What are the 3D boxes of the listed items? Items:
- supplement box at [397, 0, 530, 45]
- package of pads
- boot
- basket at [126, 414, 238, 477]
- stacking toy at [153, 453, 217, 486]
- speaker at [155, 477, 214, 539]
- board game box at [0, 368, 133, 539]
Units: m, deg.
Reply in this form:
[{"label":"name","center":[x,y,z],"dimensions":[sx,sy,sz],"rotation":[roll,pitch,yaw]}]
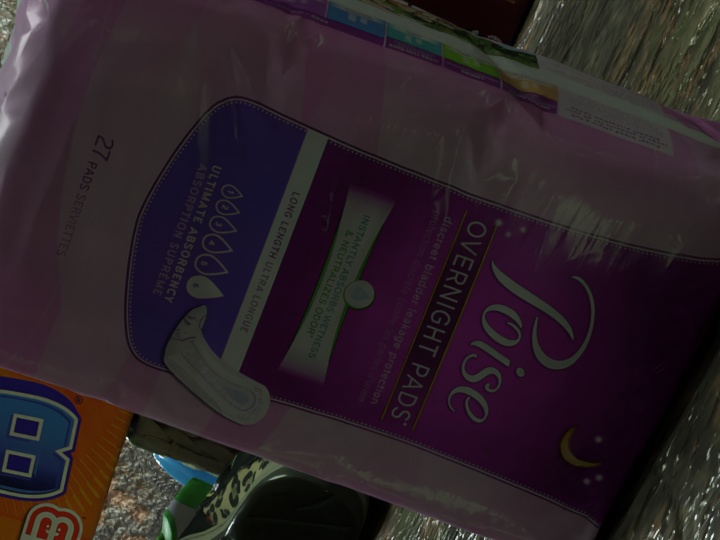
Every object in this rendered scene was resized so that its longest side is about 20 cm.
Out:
[{"label":"supplement box","center":[0.076,-0.231,1.527],"dimensions":[0.061,0.108,0.201],"rotation":[-136,70,-86]},{"label":"package of pads","center":[-0.008,-0.010,0.614],"dimensions":[0.076,0.199,0.121],"rotation":[-88,19,-68]},{"label":"boot","center":[-0.026,0.090,1.184],"dimensions":[0.204,0.073,0.154],"rotation":[-48,15,56]},{"label":"basket","center":[-0.056,0.062,1.336],"dimensions":[0.200,0.135,0.124],"rotation":[150,141,-83]},{"label":"stacking toy","center":[-0.059,0.076,1.635],"dimensions":[0.110,0.116,0.200],"rotation":[-60,-6,27]},{"label":"speaker","center":[-0.104,0.223,1.323],"dimensions":[0.088,0.088,0.201],"rotation":[144,150,-82]},{"label":"board game box","center":[-0.214,0.029,1.271],"dimensions":[0.200,0.199,0.201],"rotation":[-133,61,-83]}]
